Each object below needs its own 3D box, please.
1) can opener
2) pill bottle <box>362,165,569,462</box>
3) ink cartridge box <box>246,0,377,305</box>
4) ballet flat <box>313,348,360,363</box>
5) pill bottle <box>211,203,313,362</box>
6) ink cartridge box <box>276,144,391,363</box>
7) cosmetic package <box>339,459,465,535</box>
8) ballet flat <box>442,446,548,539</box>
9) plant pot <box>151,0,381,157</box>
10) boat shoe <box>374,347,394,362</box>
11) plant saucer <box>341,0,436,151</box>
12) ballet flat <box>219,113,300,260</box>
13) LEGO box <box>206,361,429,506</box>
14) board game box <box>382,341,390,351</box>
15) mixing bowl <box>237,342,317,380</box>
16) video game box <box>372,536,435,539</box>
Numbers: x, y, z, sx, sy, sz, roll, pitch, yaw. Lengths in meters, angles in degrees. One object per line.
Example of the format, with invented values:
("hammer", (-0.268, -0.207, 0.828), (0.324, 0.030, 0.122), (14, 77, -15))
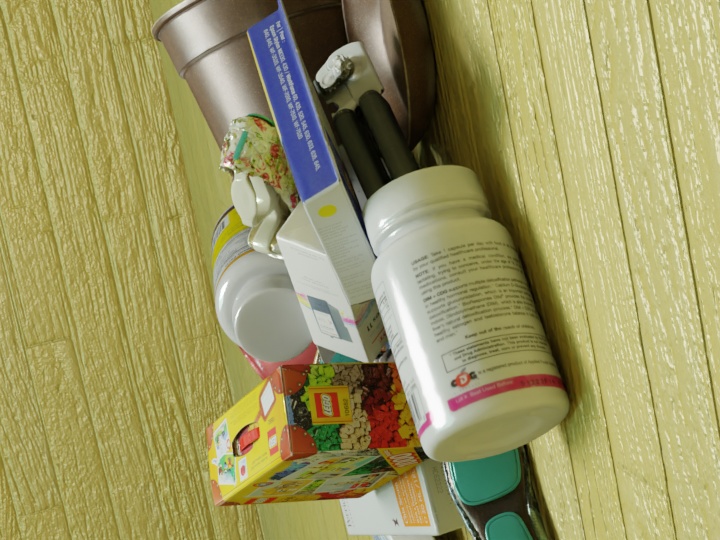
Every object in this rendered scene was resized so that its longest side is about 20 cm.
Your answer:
("can opener", (0.011, -0.120, 1.442), (0.066, 0.053, 0.200), (41, -161, -41))
("pill bottle", (0.073, 0.031, 1.281), (0.113, 0.113, 0.201), (101, 154, -66))
("ink cartridge box", (-0.042, -0.103, 1.371), (0.200, 0.047, 0.198), (64, -174, -52))
("ballet flat", (-0.007, 0.032, 1.699), (0.063, 0.068, 0.201), (-37, -36, -85))
("pill bottle", (-0.088, 0.009, 1.667), (0.200, 0.109, 0.110), (-104, 5, -64))
("ink cartridge box", (0.000, 0.000, 1.550), (0.067, 0.117, 0.200), (19, 149, 26))
("cosmetic package", (0.045, 0.192, 1.610), (0.200, 0.071, 0.102), (-21, 84, 65))
("ballet flat", (0.115, 0.196, 1.410), (0.074, 0.074, 0.201), (105, 153, -68))
("plant pot", (-0.068, -0.170, 1.618), (0.200, 0.199, 0.199), (150, 98, -79))
("boat shoe", (0.055, 0.090, 1.559), (0.200, 0.071, 0.060), (-161, 67, -70))
("plant saucer", (0.026, -0.194, 1.463), (0.200, 0.036, 0.201), (167, 90, -80))
("ballet flat", (-0.083, -0.055, 1.514), (0.064, 0.075, 0.200), (-62, -32, -29))
("LEGO box", (-0.032, 0.144, 1.494), (0.200, 0.148, 0.078), (138, 127, -60))
("board game box", (0.053, 0.140, 1.732), (0.151, 0.036, 0.201), (-160, 58, -78))
("mixing bowl", (-0.064, 0.083, 1.875), (0.200, 0.108, 0.200), (51, 178, 3))
("video game box", (0.031, 0.259, 1.811), (0.201, 0.047, 0.182), (59, 169, 18))
